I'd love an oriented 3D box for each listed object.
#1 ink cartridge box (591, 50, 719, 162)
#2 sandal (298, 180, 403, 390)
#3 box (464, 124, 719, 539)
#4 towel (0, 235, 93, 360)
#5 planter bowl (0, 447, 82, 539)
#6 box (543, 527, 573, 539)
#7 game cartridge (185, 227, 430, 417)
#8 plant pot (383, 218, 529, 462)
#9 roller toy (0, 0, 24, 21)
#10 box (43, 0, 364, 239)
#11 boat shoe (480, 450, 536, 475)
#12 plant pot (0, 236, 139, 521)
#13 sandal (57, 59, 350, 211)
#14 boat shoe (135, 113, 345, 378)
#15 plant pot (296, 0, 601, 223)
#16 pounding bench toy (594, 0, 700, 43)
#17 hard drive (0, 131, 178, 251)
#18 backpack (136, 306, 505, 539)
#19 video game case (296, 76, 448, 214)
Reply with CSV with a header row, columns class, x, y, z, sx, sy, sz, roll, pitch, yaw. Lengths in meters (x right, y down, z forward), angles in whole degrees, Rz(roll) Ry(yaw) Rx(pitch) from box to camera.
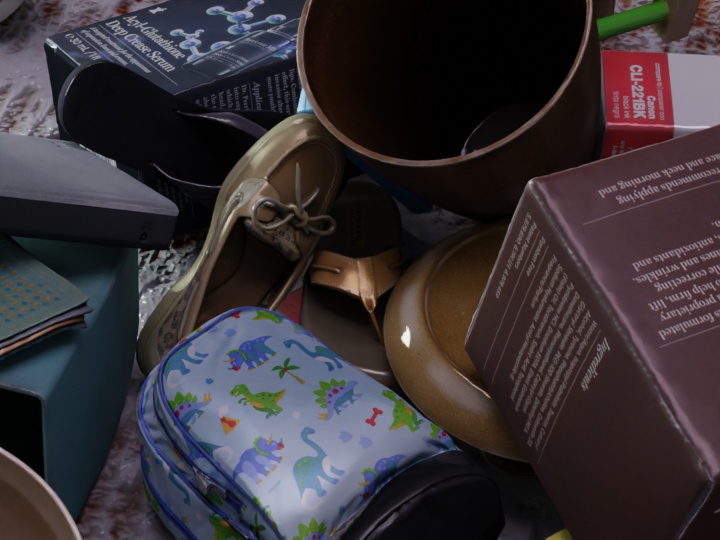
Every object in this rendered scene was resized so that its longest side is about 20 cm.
class,x,y,z,sx,sy,sz,roll,pitch,yaw
ink cartridge box,0.253,-0.064,1.475,0.198,0.145,0.084,2,43,0
sandal,0.000,0.000,1.408,0.080,0.054,0.201,0,42,-3
box,0.184,0.052,1.205,0.165,0.165,0.201,-16,60,-24
towel,-0.271,0.027,1.231,0.199,0.022,0.146,-25,44,-33
planter bowl,-0.246,0.198,1.152,0.199,0.135,0.201,7,55,-10
box,0.125,0.185,1.248,0.199,0.076,0.050,-23,50,-27
game cartridge,-0.005,0.021,1.451,0.133,0.041,0.200,-27,50,-34
plant pot,0.113,0.033,1.340,0.198,0.028,0.201,2,46,-2
roller toy,-0.330,-0.268,1.642,0.198,0.183,0.140,-8,44,-12
box,-0.095,-0.118,1.525,0.199,0.108,0.148,-20,32,-24
boat shoe,0.152,0.073,1.390,0.199,0.072,0.076,-17,21,-21
plant pot,-0.213,0.048,1.336,0.140,0.142,0.200,14,41,12
sandal,-0.098,-0.075,1.406,0.199,0.077,0.043,15,5,-22
boat shoe,-0.066,-0.004,1.377,0.073,0.201,0.063,28,5,-26
plant pot,0.079,-0.110,1.403,0.185,0.200,0.188,-7,66,17
pounding bench toy,0.136,-0.198,1.633,0.199,0.125,0.156,23,46,21
hard drive,-0.226,-0.054,1.293,0.199,0.033,0.139,5,16,-40
backpack,-0.042,0.116,1.282,0.163,0.155,0.199,-35,41,-26
video game case,0.023,-0.159,1.474,0.018,0.143,0.201,-5,62,36
